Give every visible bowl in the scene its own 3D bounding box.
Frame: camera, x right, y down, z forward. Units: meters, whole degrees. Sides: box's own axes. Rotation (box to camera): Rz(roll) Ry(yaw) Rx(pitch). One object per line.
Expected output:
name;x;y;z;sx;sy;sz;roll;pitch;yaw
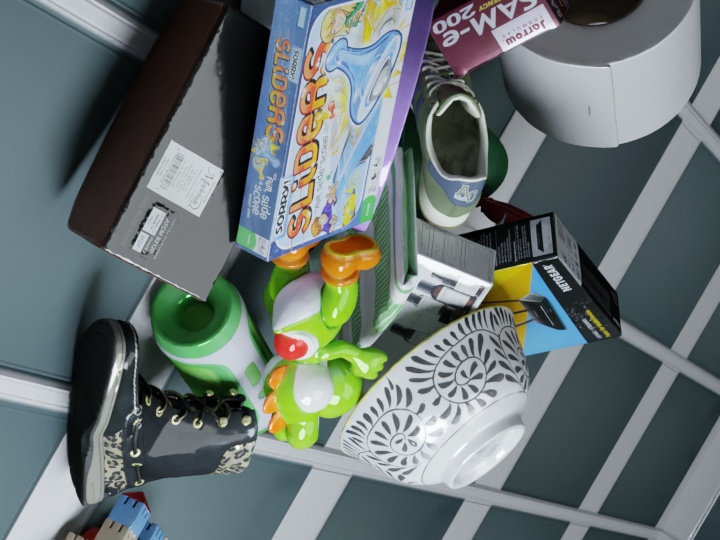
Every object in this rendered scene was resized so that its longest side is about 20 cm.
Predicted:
bowl;0.086;0.134;1.722;0.200;0.094;0.201;-33;159;-15

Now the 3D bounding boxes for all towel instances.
towel;0.000;0.000;1.709;0.023;0.154;0.200;11;147;-22

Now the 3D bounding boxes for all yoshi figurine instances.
yoshi figurine;-0.033;0.054;1.643;0.111;0.113;0.202;2;116;-14

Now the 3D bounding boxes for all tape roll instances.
tape roll;0.229;-0.241;1.852;0.203;0.202;0.139;-51;155;-17
tape roll;0.002;-0.137;1.591;0.200;0.065;0.202;-164;-90;-86

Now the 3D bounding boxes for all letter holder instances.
letter holder;-0.140;-0.101;1.457;0.100;0.142;0.201;28;89;-34

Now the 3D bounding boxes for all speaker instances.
speaker;-0.122;0.075;1.682;0.089;0.088;0.200;-52;154;-15

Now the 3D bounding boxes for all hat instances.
hat;0.130;-0.101;1.784;0.200;0.174;0.167;62;30;-75

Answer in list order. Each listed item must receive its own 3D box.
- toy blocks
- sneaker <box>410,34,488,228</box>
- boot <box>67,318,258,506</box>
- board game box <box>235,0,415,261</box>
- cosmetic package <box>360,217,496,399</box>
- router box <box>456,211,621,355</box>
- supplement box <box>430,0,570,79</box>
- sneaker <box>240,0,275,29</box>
toy blocks;-0.225;0.281;1.732;0.137;0.099;0.200;-61;157;-23
sneaker;0.079;-0.145;1.665;0.066;0.202;0.090;-2;164;-14
boot;-0.161;0.110;1.591;0.152;0.074;0.205;-6;137;-22
board game box;-0.025;-0.118;1.419;0.135;0.034;0.202;-24;132;-50
cosmetic package;0.042;0.048;1.728;0.051;0.082;0.201;-79;-165;-48
router box;0.148;0.021;1.805;0.200;0.148;0.052;43;40;-56
supplement box;0.134;-0.254;1.683;0.108;0.061;0.200;-26;-160;27
sneaker;-0.025;-0.270;1.484;0.073;0.084;0.201;-18;132;-52
